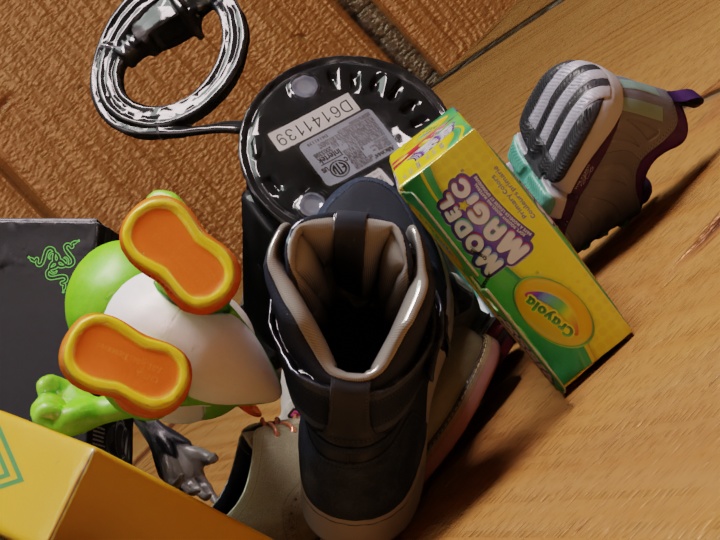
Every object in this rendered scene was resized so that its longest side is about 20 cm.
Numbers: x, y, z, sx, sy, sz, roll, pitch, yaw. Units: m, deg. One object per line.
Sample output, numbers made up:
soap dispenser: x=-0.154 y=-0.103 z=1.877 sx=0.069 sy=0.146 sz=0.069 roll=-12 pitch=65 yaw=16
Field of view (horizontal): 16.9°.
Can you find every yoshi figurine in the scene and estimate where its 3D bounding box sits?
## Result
yoshi figurine: x=-0.101 y=0.021 z=1.097 sx=0.112 sy=0.113 sz=0.200 roll=-14 pitch=-8 yaw=-2

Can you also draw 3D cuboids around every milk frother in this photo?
milk frother: x=-0.051 y=-0.048 z=1.366 sx=0.180 sy=0.201 sz=0.188 roll=-13 pitch=-29 yaw=-11

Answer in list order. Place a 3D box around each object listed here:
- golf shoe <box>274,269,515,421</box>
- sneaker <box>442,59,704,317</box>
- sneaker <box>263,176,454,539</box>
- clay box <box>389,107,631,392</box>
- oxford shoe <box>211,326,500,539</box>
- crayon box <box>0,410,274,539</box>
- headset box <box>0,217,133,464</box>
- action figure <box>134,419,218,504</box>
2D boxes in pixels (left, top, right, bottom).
golf shoe: x=-0.008 y=0.055 z=1.263 sx=0.200 sy=0.092 sz=0.073 roll=-41 pitch=7 yaw=40
sneaker: x=0.104 y=-0.019 z=1.265 sx=0.200 sy=0.087 sz=0.075 roll=-58 pitch=39 yaw=36
sneaker: x=0.002 y=0.000 z=1.085 sx=0.147 sy=0.077 sz=0.203 roll=83 pitch=-175 yaw=-47
clay box: x=0.066 y=-0.013 z=1.109 sx=0.048 sy=0.115 sz=0.200 roll=-38 pitch=6 yaw=3
oxford shoe: x=-0.015 y=0.089 z=1.139 sx=0.200 sy=0.074 sz=0.071 roll=-45 pitch=6 yaw=-16
crayon box: x=-0.118 y=0.107 z=1.054 sx=0.200 sy=0.127 sz=0.051 roll=14 pitch=75 yaw=48
headset box: x=-0.209 y=0.064 z=1.262 sx=0.093 sy=0.173 sz=0.201 roll=43 pitch=-131 yaw=-77
action figure: x=-0.139 y=0.125 z=1.371 sx=0.119 sy=0.102 sz=0.200 roll=-37 pitch=-35 yaw=-17
